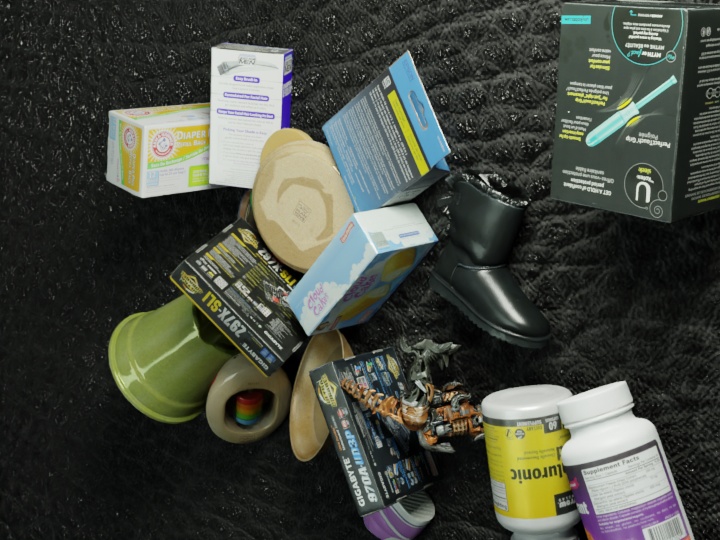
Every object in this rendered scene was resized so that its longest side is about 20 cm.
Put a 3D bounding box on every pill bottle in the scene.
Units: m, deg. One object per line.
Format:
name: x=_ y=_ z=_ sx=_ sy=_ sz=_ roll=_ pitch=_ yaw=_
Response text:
pill bottle: x=0.210 y=0.245 z=1.328 sx=0.111 sy=0.111 sz=0.202 roll=-1 pitch=99 yaw=48
pill bottle: x=0.288 y=0.231 z=1.236 sx=0.111 sy=0.111 sz=0.201 roll=-25 pitch=81 yaw=48

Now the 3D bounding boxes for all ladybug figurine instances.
ladybug figurine: x=-0.177 y=0.195 z=1.741 sx=0.201 sy=0.135 sz=0.072 roll=105 pitch=156 yaw=-44

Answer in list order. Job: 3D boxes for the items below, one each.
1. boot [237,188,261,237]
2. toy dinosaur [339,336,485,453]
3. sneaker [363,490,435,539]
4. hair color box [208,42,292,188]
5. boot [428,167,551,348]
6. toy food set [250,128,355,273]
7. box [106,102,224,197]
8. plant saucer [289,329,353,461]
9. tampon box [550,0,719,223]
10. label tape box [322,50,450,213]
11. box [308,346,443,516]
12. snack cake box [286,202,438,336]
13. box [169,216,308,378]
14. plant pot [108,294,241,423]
boot: x=-0.142 y=-0.020 z=1.683 sx=0.097 sy=0.074 sz=0.202 roll=20 pitch=113 yaw=47
toy dinosaur: x=0.081 y=0.158 z=1.415 sx=0.102 sy=0.199 sz=0.137 roll=172 pitch=110 yaw=-67
sneaker: x=0.013 y=0.303 z=1.596 sx=0.201 sy=0.072 sz=0.114 roll=56 pitch=138 yaw=22
hair color box: x=-0.160 y=-0.224 z=1.625 sx=0.108 sy=0.065 sz=0.202 roll=7 pitch=110 yaw=9
boot: x=0.167 y=-0.020 z=1.342 sx=0.198 sy=0.073 sz=0.163 roll=36 pitch=122 yaw=38
toy food set: x=-0.072 y=-0.088 z=1.572 sx=0.199 sy=0.049 sz=0.199 roll=25 pitch=116 yaw=21
box: x=-0.274 y=-0.185 z=1.692 sx=0.101 sy=0.199 sz=0.113 roll=25 pitch=118 yaw=42
plant saucer: x=-0.050 y=0.178 z=1.609 sx=0.200 sy=0.035 sz=0.202 roll=-165 pitch=90 yaw=-69
tampon box: x=0.290 y=-0.165 z=1.119 sx=0.149 sy=0.126 sz=0.202 roll=18 pitch=114 yaw=45
label tape box: x=0.049 y=-0.172 z=1.436 sx=0.200 sy=0.063 sz=0.145 roll=-33 pitch=74 yaw=47
box: x=0.022 y=0.210 z=1.490 sx=0.046 sy=0.159 sz=0.201 roll=-26 pitch=80 yaw=31
snack cake box: x=0.000 y=0.000 z=1.497 sx=0.067 sy=0.115 sz=0.200 roll=58 pitch=136 yaw=19
box: x=-0.152 y=0.035 z=1.593 sx=0.200 sy=0.160 sz=0.049 roll=45 pitch=124 yaw=-1
plant pot: x=-0.271 y=0.118 z=1.795 sx=0.184 sy=0.200 sz=0.201 roll=-35 pitch=74 yaw=35
